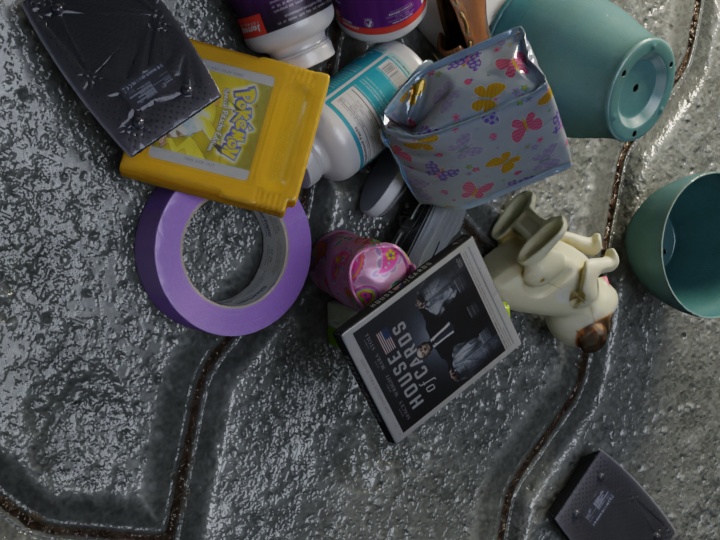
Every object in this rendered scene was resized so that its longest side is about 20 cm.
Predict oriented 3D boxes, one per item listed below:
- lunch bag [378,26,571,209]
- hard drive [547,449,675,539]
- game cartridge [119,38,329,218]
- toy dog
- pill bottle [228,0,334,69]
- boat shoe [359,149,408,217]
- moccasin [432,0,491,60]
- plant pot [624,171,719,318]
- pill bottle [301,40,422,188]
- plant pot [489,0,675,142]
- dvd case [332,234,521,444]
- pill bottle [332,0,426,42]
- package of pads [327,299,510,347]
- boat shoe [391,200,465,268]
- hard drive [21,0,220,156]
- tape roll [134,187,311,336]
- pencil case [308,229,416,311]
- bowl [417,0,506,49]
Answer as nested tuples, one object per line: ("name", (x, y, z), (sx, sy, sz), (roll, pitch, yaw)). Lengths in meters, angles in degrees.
("lunch bag", (0.130, -0.171, 1.578), (0.199, 0.128, 0.170), (-24, 144, 7))
("hard drive", (0.355, 0.359, 1.905), (0.200, 0.042, 0.135), (46, 71, -25))
("game cartridge", (-0.150, -0.164, 1.498), (0.199, 0.032, 0.177), (14, 73, 1))
("toy dog", (0.261, 0.026, 1.773), (0.200, 0.139, 0.194), (37, 88, -27))
("pill bottle", (-0.101, -0.331, 1.541), (0.112, 0.112, 0.201), (-30, 108, -26))
("boat shoe", (0.070, -0.142, 1.688), (0.066, 0.070, 0.201), (38, 67, -26))
("moccasin", (0.123, -0.278, 1.641), (0.077, 0.074, 0.202), (-23, 128, -21))
("plant pot", (0.452, -0.038, 1.879), (0.199, 0.135, 0.201), (-2, 94, -30))
("pill bottle", (-0.011, -0.183, 1.607), (0.200, 0.111, 0.111), (-39, 112, -22))
("plant pot", (0.287, -0.254, 1.698), (0.199, 0.188, 0.201), (-25, 129, -35))
("dvd case", (0.078, 0.076, 1.494), (0.200, 0.025, 0.151), (-36, 113, -23))
("pill bottle", (0.012, -0.371, 1.548), (0.112, 0.112, 0.200), (-42, 145, -22))
("package of pads", (0.072, 0.065, 1.622), (0.154, 0.200, 0.069), (-14, 107, -30))
("boat shoe", (0.080, -0.061, 1.690), (0.072, 0.071, 0.200), (77, 33, -42))
("hard drive", (-0.259, -0.235, 1.449), (0.135, 0.042, 0.200), (-36, 92, -14))
("tape roll", (-0.159, -0.026, 1.557), (0.199, 0.066, 0.201), (-3, 96, -31))
("pencil case", (0.000, 0.000, 1.574), (0.087, 0.200, 0.088), (-2, 96, -17))
("bowl", (0.139, -0.394, 1.703), (0.200, 0.075, 0.200), (48, 69, -25))
